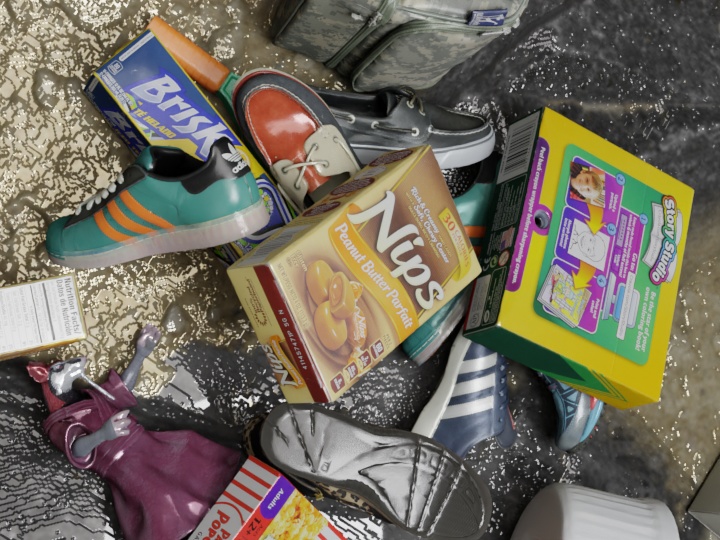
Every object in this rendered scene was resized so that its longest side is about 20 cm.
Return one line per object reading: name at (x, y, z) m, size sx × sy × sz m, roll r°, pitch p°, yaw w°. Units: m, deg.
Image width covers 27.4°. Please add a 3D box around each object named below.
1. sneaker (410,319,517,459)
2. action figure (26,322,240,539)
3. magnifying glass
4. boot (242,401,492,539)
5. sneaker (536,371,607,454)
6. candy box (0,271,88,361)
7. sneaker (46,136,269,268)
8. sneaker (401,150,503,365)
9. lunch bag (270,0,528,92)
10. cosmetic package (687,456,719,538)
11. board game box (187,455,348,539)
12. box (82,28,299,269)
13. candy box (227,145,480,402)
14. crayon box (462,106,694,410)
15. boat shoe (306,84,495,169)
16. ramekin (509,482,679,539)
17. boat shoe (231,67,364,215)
sneaker at (0.107, 0.102, 1.260) m, size 0.084 × 0.075 × 0.202 m, roll 26°, pitch 95°, yaw 7°
action figure at (-0.193, 0.143, 1.185) m, size 0.199 × 0.134 × 0.149 m, roll 38°, pitch 118°, yaw 2°
magnifying glass at (-0.101, -0.149, 1.262) m, size 0.199 × 0.022 × 0.080 m, roll 35°, pitch 76°, yaw -11°
boot at (-0.003, 0.162, 1.195) m, size 0.198 × 0.150 × 0.074 m, roll 21°, pitch 78°, yaw -13°
sneaker at (0.166, 0.061, 1.306) m, size 0.094 × 0.079 × 0.203 m, roll 2°, pitch 75°, yaw -9°
candy box at (-0.315, 0.050, 1.127) m, size 0.198 × 0.115 × 0.056 m, roll -13°, pitch 89°, yaw -18°
sneaker at (-0.168, -0.056, 1.152) m, size 0.198 × 0.071 × 0.081 m, roll -10°, pitch 108°, yaw 25°
sneaker at (0.081, -0.015, 1.287) m, size 0.079 × 0.071 × 0.201 m, roll 32°, pitch 79°, yaw 4°
lunch bag at (0.034, -0.231, 1.218) m, size 0.166 × 0.200 × 0.141 m, roll 22°, pitch 74°, yaw -14°
cosmetic package at (0.403, 0.171, 1.362) m, size 0.103 × 0.073 × 0.201 m, roll 40°, pitch 75°, yaw -10°
board game box at (-0.068, 0.266, 1.174) m, size 0.152 × 0.046 × 0.200 m, roll -53°, pitch 130°, yaw -15°
box at (-0.140, -0.096, 1.219) m, size 0.064 × 0.070 × 0.201 m, roll -42°, pitch 98°, yaw -19°
candy box at (0.000, 0.000, 1.135) m, size 0.200 × 0.055 × 0.117 m, roll -38°, pitch 112°, yaw -39°
crayon box at (0.187, -0.009, 1.241) m, size 0.171 × 0.058 × 0.202 m, roll 25°, pitch 66°, yaw -24°
boat shoe at (0.024, -0.125, 1.249) m, size 0.197 × 0.069 × 0.057 m, roll -1°, pitch 123°, yaw -17°
ramekin at (0.178, 0.274, 1.222) m, size 0.097 × 0.200 × 0.203 m, roll 18°, pitch 80°, yaw -8°
boat shoe at (-0.035, -0.077, 1.196) m, size 0.071 × 0.063 × 0.201 m, roll -30°, pitch 121°, yaw 10°
